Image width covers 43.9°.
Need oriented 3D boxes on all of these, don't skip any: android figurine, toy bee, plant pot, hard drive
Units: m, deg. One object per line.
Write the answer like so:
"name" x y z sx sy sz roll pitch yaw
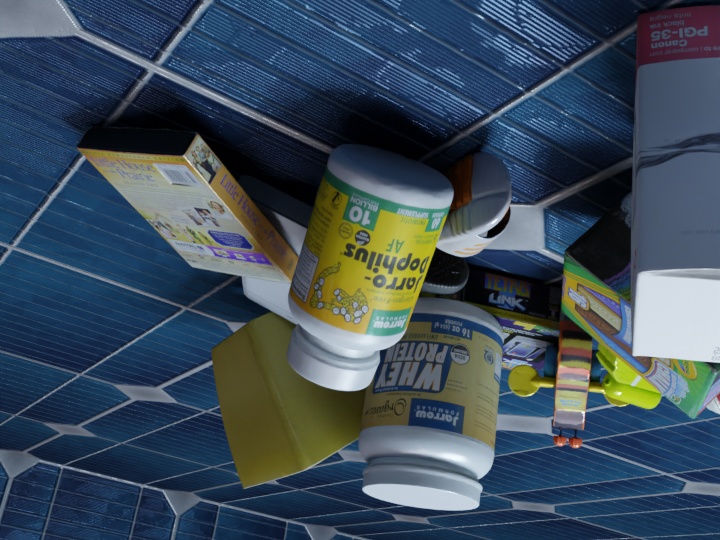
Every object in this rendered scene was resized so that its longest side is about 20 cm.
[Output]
"android figurine" 0.319 0.066 0.912 0.200 0.041 0.182 16 115 -31
"toy bee" 0.245 0.140 1.007 0.131 0.109 0.200 -7 151 31
"plant pot" -0.070 0.132 1.098 0.200 0.176 0.200 -25 175 -34
"hard drive" -0.070 -0.005 0.945 0.132 0.027 0.200 27 149 13

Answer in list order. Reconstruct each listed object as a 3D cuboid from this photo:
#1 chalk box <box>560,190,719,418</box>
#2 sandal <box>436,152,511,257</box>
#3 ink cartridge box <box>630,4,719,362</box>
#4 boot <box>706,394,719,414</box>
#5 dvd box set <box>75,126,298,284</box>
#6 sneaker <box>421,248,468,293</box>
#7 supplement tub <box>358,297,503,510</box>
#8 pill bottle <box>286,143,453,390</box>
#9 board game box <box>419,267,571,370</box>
"chalk box" 0.287 0.033 0.761 0.200 0.125 0.124 44 169 25
"sandal" 0.090 -0.049 0.830 0.059 0.079 0.207 18 163 -23
"ink cartridge box" 0.229 -0.055 0.610 0.083 0.200 0.147 1 154 16
"boot" 0.422 0.071 0.836 0.144 0.200 0.072 -4 115 60
"dvd box set" -0.161 -0.061 0.864 0.146 0.029 0.200 8 150 35
"sneaker" 0.013 -0.003 0.965 0.200 0.060 0.104 16 152 4
"supplement tub" 0.076 0.144 0.960 0.145 0.200 0.145 7 156 3
"pill bottle" 0.000 0.000 0.792 0.113 0.113 0.200 17 110 -6
"board game box" 0.146 0.059 1.062 0.200 0.057 0.165 13 157 -9
